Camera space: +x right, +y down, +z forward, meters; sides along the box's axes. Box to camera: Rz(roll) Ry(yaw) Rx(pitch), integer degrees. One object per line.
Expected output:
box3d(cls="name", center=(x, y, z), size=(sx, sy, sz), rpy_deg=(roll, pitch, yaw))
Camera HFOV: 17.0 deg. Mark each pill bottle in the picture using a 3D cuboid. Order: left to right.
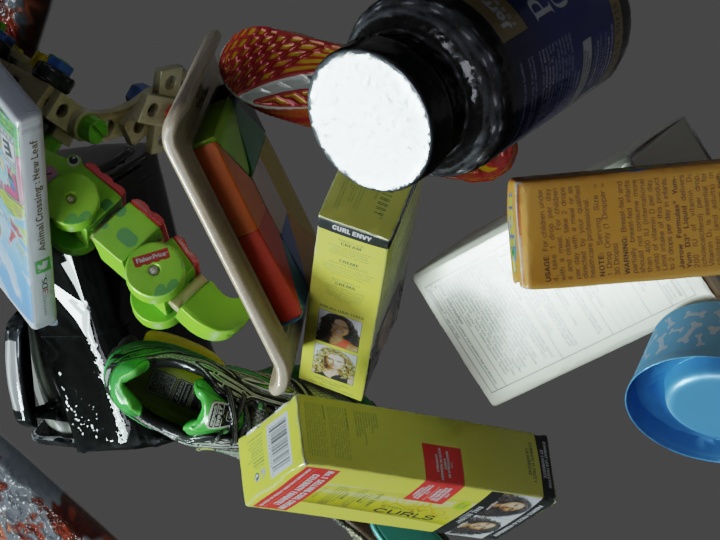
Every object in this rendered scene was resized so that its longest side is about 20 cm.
box3d(cls="pill bottle", center=(0.062, -0.121, 1.382), size=(0.112, 0.200, 0.112), rpy_deg=(19, 124, 30))

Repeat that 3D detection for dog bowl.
box3d(cls="dog bowl", center=(0.255, 0.064, 1.391), size=(0.200, 0.050, 0.111), rpy_deg=(1, 143, 16))

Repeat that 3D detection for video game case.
box3d(cls="video game case", center=(-0.260, -0.086, 1.594), size=(0.200, 0.022, 0.182), rpy_deg=(47, 148, 37))

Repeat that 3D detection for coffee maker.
box3d(cls="coffee maker", center=(-0.169, 0.014, 1.711), size=(0.192, 0.135, 0.200), rpy_deg=(-9, 111, 16))

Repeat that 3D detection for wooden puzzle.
box3d(cls="wooden puzzle", center=(-0.069, -0.043, 1.550), size=(0.037, 0.185, 0.200), rpy_deg=(-17, 109, 11))

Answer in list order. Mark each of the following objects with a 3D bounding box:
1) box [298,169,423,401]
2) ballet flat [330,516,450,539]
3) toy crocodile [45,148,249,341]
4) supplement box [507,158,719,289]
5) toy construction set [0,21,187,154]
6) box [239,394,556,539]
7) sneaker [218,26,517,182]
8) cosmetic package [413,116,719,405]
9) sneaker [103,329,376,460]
box3d(cls="box", center=(0.000, 0.000, 1.540), size=(0.050, 0.075, 0.200), rpy_deg=(19, 149, 7))
box3d(cls="ballet flat", center=(0.001, 0.163, 1.692), size=(0.200, 0.068, 0.075), rpy_deg=(54, 154, -2))
box3d(cls="toy crocodile", center=(-0.155, -0.022, 1.579), size=(0.200, 0.062, 0.068), rpy_deg=(40, 163, 14))
box3d(cls="supplement box", center=(0.184, -0.030, 1.350), size=(0.200, 0.067, 0.069), rpy_deg=(-7, 93, -1))
box3d(cls="toy construction set", center=(-0.211, -0.117, 1.660), size=(0.200, 0.131, 0.092), rpy_deg=(11, 76, 33))
box3d(cls="box", center=(0.026, 0.129, 1.555), size=(0.075, 0.200, 0.050), rpy_deg=(-38, 50, 44))
box3d(cls="sneaker", center=(0.009, -0.110, 1.533), size=(0.200, 0.077, 0.073), rpy_deg=(23, 93, 11))
box3d(cls="cosmetic package", center=(0.138, -0.003, 1.477), size=(0.200, 0.073, 0.104), rpy_deg=(-28, 95, 44))
box3d(cls="sneaker", center=(-0.079, 0.101, 1.610), size=(0.200, 0.085, 0.078), rpy_deg=(14, 101, -1))
